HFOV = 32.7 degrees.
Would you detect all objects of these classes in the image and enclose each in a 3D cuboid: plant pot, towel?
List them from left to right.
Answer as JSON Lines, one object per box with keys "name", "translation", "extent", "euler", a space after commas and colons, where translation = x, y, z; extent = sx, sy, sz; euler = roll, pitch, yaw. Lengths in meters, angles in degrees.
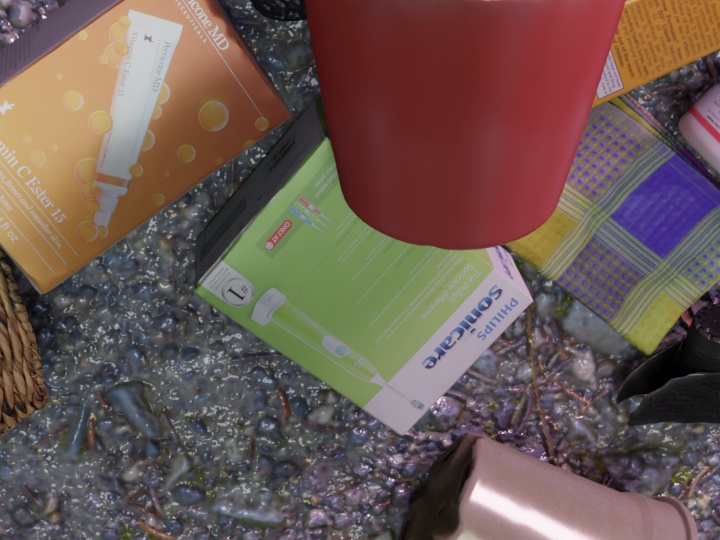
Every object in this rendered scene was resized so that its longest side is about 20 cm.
{"name": "plant pot", "translation": [0.058, -0.124, 0.724], "extent": [0.198, 0.201, 0.179], "euler": [-3, 127, -5]}
{"name": "plant pot", "translation": [0.133, 0.228, 0.970], "extent": [0.182, 0.201, 0.202], "euler": [30, 110, -7]}
{"name": "towel", "translation": [0.198, -0.036, 0.924], "extent": [0.199, 0.023, 0.144], "euler": [37, 106, -22]}

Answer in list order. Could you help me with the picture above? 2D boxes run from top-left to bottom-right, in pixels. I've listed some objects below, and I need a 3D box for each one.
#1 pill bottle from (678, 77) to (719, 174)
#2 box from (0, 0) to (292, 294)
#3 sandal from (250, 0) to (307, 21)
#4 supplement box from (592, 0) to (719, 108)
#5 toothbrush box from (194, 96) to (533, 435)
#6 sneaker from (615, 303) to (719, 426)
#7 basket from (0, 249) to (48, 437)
{"name": "pill bottle", "translation": [0.324, -0.134, 0.841], "extent": [0.108, 0.109, 0.200], "euler": [38, 107, -22]}
{"name": "box", "translation": [-0.164, -0.103, 0.790], "extent": [0.199, 0.098, 0.125], "euler": [-36, 117, 1]}
{"name": "sandal", "translation": [0.022, -0.204, 0.813], "extent": [0.197, 0.045, 0.076], "euler": [-1, 112, 10]}
{"name": "supplement box", "translation": [0.192, -0.169, 0.832], "extent": [0.198, 0.067, 0.069], "euler": [-26, 117, 7]}
{"name": "toothbrush box", "translation": [0.000, 0.000, 0.883], "extent": [0.199, 0.086, 0.146], "euler": [36, 107, -21]}
{"name": "sneaker", "translation": [0.309, 0.076, 0.975], "extent": [0.197, 0.060, 0.105], "euler": [-2, 131, -14]}
{"name": "basket", "translation": [-0.313, 0.043, 0.807], "extent": [0.149, 0.142, 0.202], "euler": [-36, 125, -37]}
